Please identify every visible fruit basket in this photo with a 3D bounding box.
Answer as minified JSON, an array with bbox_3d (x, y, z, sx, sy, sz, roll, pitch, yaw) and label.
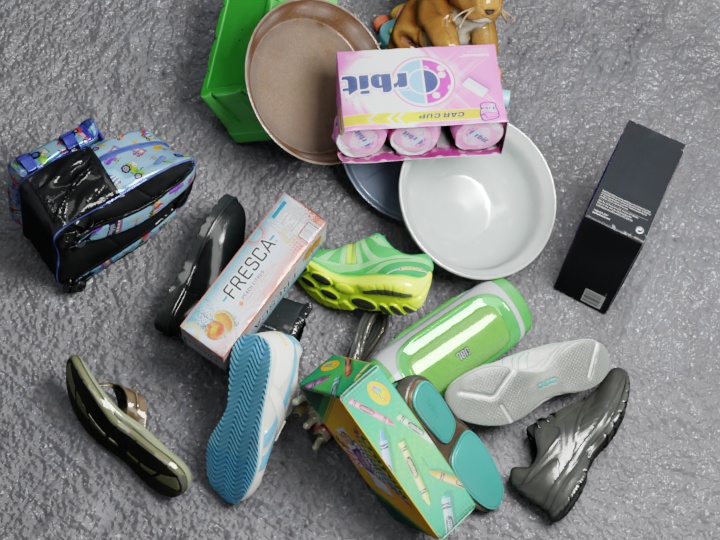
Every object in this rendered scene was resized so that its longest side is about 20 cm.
[{"bbox_3d":[-0.080,-0.253,1.767,0.154,0.216,0.217,-1,58,39],"label":"fruit basket"}]

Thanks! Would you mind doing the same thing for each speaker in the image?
[{"bbox_3d":[0.102,0.090,1.639,0.199,0.089,0.089,-33,72,-16],"label":"speaker"}]

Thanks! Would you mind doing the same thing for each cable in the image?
[{"bbox_3d":[-0.011,0.127,1.625,0.050,0.098,0.200,11,42,39],"label":"cable"}]

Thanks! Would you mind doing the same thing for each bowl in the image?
[{"bbox_3d":[0.128,-0.080,1.696,0.199,0.090,0.203,3,78,-16],"label":"bowl"}]

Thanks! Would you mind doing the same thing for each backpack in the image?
[{"bbox_3d":[-0.295,-0.094,1.643,0.199,0.183,0.135,-33,78,-20],"label":"backpack"}]

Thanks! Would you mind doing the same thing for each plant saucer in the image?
[{"bbox_3d":[-0.055,-0.223,1.680,0.198,0.034,0.203,4,82,-30],"label":"plant saucer"}]

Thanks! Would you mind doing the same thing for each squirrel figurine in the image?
[{"bbox_3d":[0.118,-0.339,1.712,0.140,0.187,0.202,5,60,-14],"label":"squirrel figurine"}]

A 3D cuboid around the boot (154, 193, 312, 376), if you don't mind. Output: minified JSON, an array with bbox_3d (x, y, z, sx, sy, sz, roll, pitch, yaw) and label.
[{"bbox_3d":[-0.134,0.026,1.660,0.161,0.073,0.200,23,74,9],"label":"boot"}]

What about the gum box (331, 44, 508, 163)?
[{"bbox_3d":[0.063,-0.193,1.626,0.198,0.066,0.114,-3,58,-3],"label":"gum box"}]

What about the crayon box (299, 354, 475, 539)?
[{"bbox_3d":[0.028,0.189,1.524,0.058,0.119,0.201,-40,107,-18],"label":"crayon box"}]

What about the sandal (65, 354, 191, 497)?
[{"bbox_3d":[-0.261,0.173,1.593,0.201,0.080,0.057,43,53,8],"label":"sandal"}]

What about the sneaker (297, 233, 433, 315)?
[{"bbox_3d":[0.000,0.000,1.661,0.198,0.074,0.084,13,50,30],"label":"sneaker"}]

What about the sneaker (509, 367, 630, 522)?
[{"bbox_3d":[0.242,0.185,1.615,0.090,0.076,0.201,29,65,17],"label":"sneaker"}]

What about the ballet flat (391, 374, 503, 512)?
[{"bbox_3d":[0.090,0.192,1.582,0.068,0.068,0.201,-52,120,-34],"label":"ballet flat"}]

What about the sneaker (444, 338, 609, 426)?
[{"bbox_3d":[0.186,0.129,1.630,0.198,0.080,0.071,-15,95,-14],"label":"sneaker"}]

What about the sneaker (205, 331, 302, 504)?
[{"bbox_3d":[-0.113,0.166,1.571,0.076,0.080,0.202,24,105,30],"label":"sneaker"}]

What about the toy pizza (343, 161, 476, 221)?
[{"bbox_3d":[0.066,-0.156,1.757,0.198,0.032,0.203,3,79,-16],"label":"toy pizza"}]

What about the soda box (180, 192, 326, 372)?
[{"bbox_3d":[-0.119,0.013,1.596,0.063,0.068,0.201,35,73,9],"label":"soda box"}]

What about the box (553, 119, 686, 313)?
[{"bbox_3d":[0.302,-0.060,1.654,0.078,0.200,0.142,27,66,9],"label":"box"}]

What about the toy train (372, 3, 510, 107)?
[{"bbox_3d":[0.104,-0.280,1.819,0.198,0.056,0.152,12,66,2],"label":"toy train"}]
